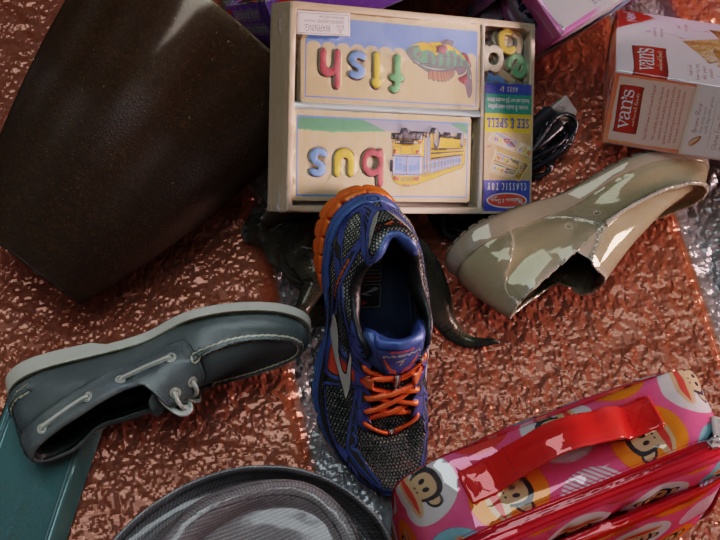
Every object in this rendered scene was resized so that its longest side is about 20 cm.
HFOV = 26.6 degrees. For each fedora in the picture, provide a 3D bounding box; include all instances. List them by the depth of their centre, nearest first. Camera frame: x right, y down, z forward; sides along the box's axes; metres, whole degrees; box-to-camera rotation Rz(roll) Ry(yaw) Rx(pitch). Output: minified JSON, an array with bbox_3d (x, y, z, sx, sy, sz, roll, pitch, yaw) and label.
[{"bbox_3d":[-0.073,0.192,0.911,0.200,0.090,0.177,-16,63,-7],"label":"fedora"}]

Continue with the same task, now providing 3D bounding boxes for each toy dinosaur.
[{"bbox_3d":[0.000,0.000,1.019,0.200,0.077,0.102,15,77,13],"label":"toy dinosaur"}]

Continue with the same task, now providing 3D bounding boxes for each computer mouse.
[{"bbox_3d":[0.048,-0.129,1.097,0.138,0.053,0.200,-41,69,-17],"label":"computer mouse"}]

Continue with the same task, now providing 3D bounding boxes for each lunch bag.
[{"bbox_3d":[0.117,0.129,0.894,0.200,0.176,0.082,-20,64,-9],"label":"lunch bag"}]

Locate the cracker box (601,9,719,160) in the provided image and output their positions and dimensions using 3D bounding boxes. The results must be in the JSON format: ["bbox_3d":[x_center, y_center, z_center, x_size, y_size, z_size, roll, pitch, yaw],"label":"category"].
[{"bbox_3d":[0.270,-0.122,1.054,0.200,0.058,0.134,9,28,5],"label":"cracker box"}]

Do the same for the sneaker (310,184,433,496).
[{"bbox_3d":[0.010,0.050,0.946,0.075,0.078,0.200,-13,107,-16],"label":"sneaker"}]

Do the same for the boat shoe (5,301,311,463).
[{"bbox_3d":[-0.124,0.073,0.965,0.200,0.073,0.062,-14,57,0],"label":"boat shoe"}]

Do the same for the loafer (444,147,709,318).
[{"bbox_3d":[0.155,-0.022,1.031,0.200,0.076,0.068,-23,74,-13],"label":"loafer"}]

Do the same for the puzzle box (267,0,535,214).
[{"bbox_3d":[0.030,-0.102,0.998,0.200,0.025,0.133,-2,95,-34],"label":"puzzle box"}]

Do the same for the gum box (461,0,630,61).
[{"bbox_3d":[0.175,-0.223,1.101,0.200,0.113,0.066,-34,90,-15],"label":"gum box"}]

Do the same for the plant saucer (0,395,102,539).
[{"bbox_3d":[-0.221,0.160,0.970,0.070,0.019,0.200,11,64,6],"label":"plant saucer"}]

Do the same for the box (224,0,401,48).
[{"bbox_3d":[0.011,-0.213,1.098,0.200,0.137,0.039,-25,104,-12],"label":"box"}]

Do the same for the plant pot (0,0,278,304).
[{"bbox_3d":[-0.162,-0.084,1.019,0.187,0.187,0.200,36,83,17],"label":"plant pot"}]
